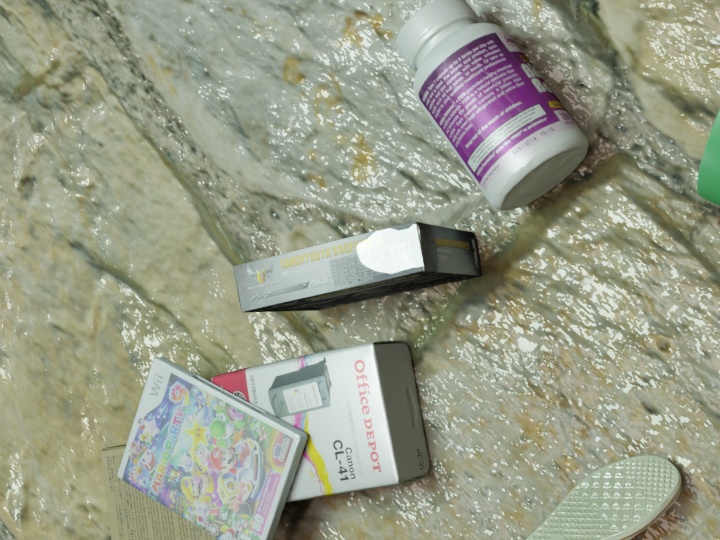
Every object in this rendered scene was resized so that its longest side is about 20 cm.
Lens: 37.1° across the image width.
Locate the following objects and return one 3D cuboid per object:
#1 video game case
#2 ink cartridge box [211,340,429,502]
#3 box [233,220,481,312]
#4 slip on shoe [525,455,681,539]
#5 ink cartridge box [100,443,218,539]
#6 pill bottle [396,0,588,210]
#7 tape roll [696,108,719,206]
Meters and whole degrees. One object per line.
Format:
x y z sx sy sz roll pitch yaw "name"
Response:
-0.159 0.195 1.122 0.200 0.018 0.143 24 101 27 "video game case"
-0.044 0.161 1.121 0.200 0.086 0.148 -15 81 26 "ink cartridge box"
0.000 0.000 1.066 0.200 0.158 0.048 -13 82 25 "box"
0.218 0.248 1.010 0.200 0.061 0.074 -42 47 5 "slip on shoe"
-0.193 0.283 1.192 0.164 0.075 0.200 -11 83 23 "ink cartridge box"
0.121 -0.166 1.039 0.112 0.112 0.200 -39 73 19 "pill bottle"
0.345 -0.142 0.882 0.048 0.200 0.201 29 100 23 "tape roll"
